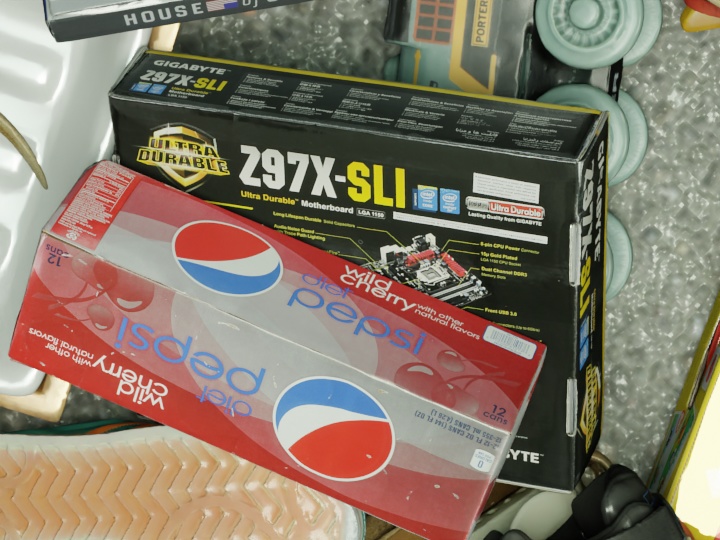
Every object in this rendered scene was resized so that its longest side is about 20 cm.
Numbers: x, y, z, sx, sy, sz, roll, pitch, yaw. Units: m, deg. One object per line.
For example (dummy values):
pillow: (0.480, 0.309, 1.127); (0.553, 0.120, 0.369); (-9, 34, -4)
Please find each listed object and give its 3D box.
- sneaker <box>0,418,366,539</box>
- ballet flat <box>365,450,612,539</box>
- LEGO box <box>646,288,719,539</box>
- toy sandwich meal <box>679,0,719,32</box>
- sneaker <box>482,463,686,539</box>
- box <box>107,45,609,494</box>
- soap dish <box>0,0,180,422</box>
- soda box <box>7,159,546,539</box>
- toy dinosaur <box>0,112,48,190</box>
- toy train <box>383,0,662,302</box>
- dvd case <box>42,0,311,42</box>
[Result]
sneaker: (-0.082, 0.093, 1.207); (0.199, 0.080, 0.072); (5, 95, 23)
ballet flat: (0.032, 0.127, 1.196); (0.200, 0.072, 0.068); (-30, 101, -27)
LEGO box: (0.220, 0.051, 1.225); (0.148, 0.077, 0.201); (20, 94, -1)
toy sandwich meal: (0.210, -0.088, 1.173); (0.204, 0.205, 0.071); (17, 111, 0)
sneaker: (0.138, 0.127, 1.151); (0.199, 0.077, 0.112); (-12, 88, -8)
box: (0.000, 0.000, 1.174); (0.199, 0.049, 0.160); (8, 122, 16)
soap dish: (-0.172, -0.055, 1.222); (0.157, 0.081, 0.201); (17, 94, -1)
soda box: (-0.033, 0.032, 1.136); (0.199, 0.063, 0.070); (24, 127, 4)
toy dinosaur: (-0.211, -0.093, 1.136); (0.199, 0.101, 0.058); (12, 65, -11)
toy train: (0.063, -0.061, 1.223); (0.113, 0.085, 0.201); (8, 97, 14)
dvd case: (-0.064, -0.193, 1.189); (0.149, 0.025, 0.201); (-9, 62, 1)
